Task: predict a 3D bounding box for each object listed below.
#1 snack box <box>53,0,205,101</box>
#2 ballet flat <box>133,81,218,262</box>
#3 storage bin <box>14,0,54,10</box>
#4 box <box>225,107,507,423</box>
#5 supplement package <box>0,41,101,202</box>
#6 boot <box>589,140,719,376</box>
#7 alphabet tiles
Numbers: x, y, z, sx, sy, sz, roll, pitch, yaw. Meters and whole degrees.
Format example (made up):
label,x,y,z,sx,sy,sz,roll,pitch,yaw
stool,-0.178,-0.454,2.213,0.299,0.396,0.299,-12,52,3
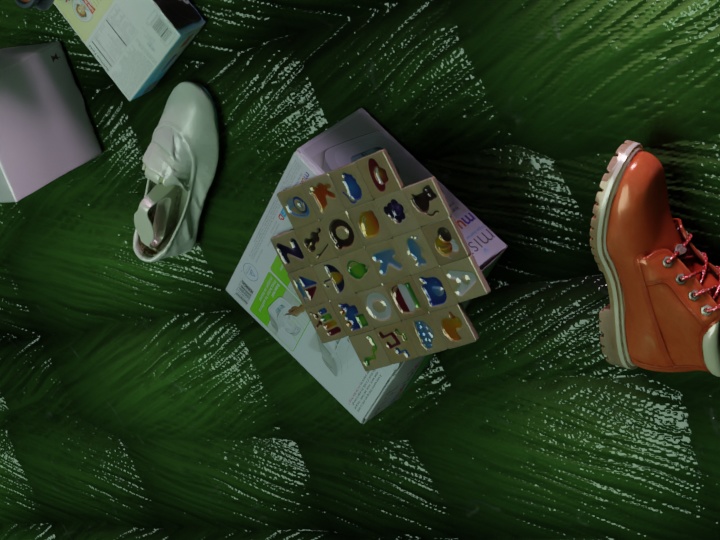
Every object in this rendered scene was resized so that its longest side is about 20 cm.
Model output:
label,x,y,z,sx,sy,sz,roll,pitch,yaw
snack box,-0.233,-0.263,1.638,0.200,0.037,0.116,52,140,2
ballet flat,-0.174,-0.081,1.690,0.069,0.069,0.201,36,137,20
storage bin,-0.361,-0.317,1.600,0.200,0.134,0.146,57,139,27
box,0.000,0.000,1.554,0.176,0.097,0.200,43,139,12
supplement package,-0.374,-0.142,1.796,0.199,0.120,0.122,0,116,44
boot,0.231,-0.005,1.353,0.107,0.075,0.201,14,135,33
alphabet tiles,0.012,-0.005,1.463,0.200,0.006,0.167,-19,101,47
